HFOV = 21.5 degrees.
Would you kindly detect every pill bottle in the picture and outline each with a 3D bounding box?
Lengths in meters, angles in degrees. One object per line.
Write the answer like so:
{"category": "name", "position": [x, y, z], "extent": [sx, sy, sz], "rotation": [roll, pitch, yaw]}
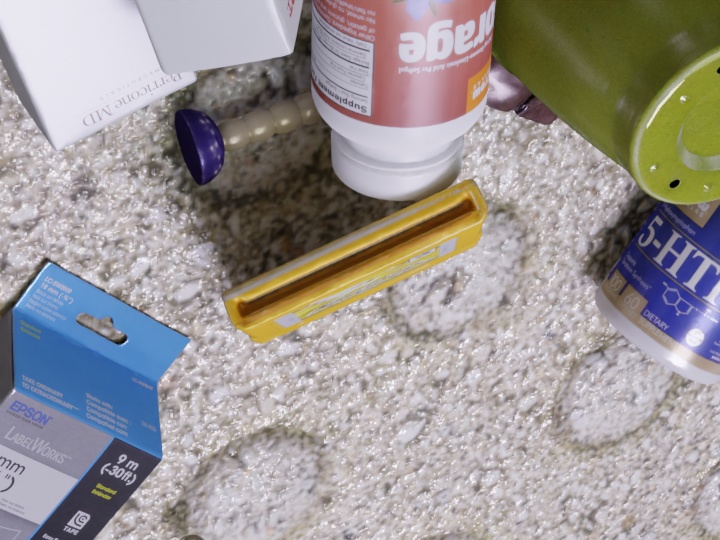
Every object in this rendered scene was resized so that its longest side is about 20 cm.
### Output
{"category": "pill bottle", "position": [0.282, -0.024, 1.460], "extent": [0.119, 0.120, 0.200], "rotation": [21, 109, -39]}
{"category": "pill bottle", "position": [0.026, -0.147, 1.154], "extent": [0.112, 0.112, 0.201], "rotation": [-16, 132, -21]}

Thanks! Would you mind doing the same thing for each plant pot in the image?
{"category": "plant pot", "position": [0.182, -0.149, 1.163], "extent": [0.200, 0.193, 0.201], "rotation": [-15, 139, -14]}

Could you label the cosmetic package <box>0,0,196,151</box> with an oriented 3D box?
{"category": "cosmetic package", "position": [-0.178, -0.181, 1.101], "extent": [0.101, 0.071, 0.200], "rotation": [-29, 133, -10]}

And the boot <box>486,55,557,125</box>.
{"category": "boot", "position": [0.179, -0.173, 1.343], "extent": [0.199, 0.072, 0.167], "rotation": [12, 127, -38]}

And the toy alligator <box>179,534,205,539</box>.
{"category": "toy alligator", "position": [-0.114, 0.268, 1.481], "extent": [0.054, 0.059, 0.201], "rotation": [-54, 151, -50]}

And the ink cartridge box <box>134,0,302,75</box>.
{"category": "ink cartridge box", "position": [-0.091, -0.232, 1.056], "extent": [0.083, 0.147, 0.200], "rotation": [-6, 134, 13]}

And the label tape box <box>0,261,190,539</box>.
{"category": "label tape box", "position": [-0.215, 0.112, 1.296], "extent": [0.200, 0.063, 0.144], "rotation": [-49, 133, 9]}

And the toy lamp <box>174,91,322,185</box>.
{"category": "toy lamp", "position": [-0.022, -0.112, 1.257], "extent": [0.199, 0.058, 0.058], "rotation": [-18, 130, -16]}

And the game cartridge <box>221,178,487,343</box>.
{"category": "game cartridge", "position": [0.000, 0.000, 1.270], "extent": [0.176, 0.033, 0.200], "rotation": [-25, 173, 0]}
